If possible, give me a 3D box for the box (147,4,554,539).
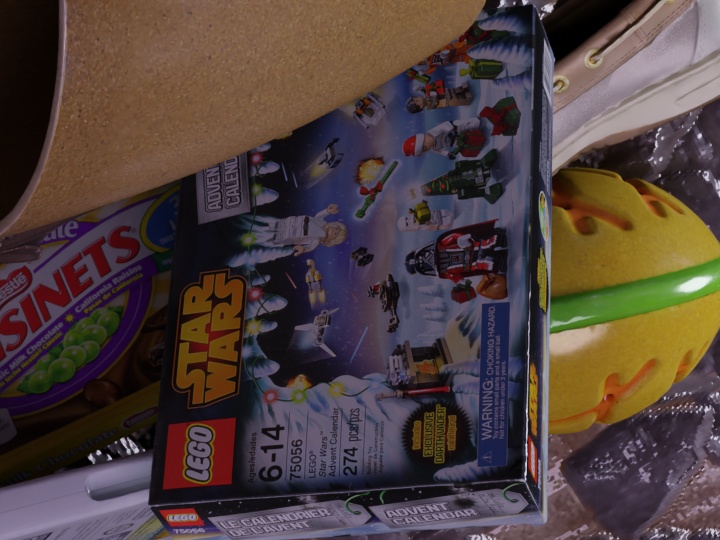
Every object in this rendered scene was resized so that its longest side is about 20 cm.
[{"bbox_3d":[0.000,0.000,0.963,0.137,0.200,0.040,-6,148,15],"label":"box"}]

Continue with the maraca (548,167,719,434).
[{"bbox_3d":[0.067,0.016,1.069,0.200,0.137,0.107,-14,91,-41],"label":"maraca"}]

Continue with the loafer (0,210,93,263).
[{"bbox_3d":[-0.151,-0.020,0.995,0.200,0.073,0.071,-25,133,-6],"label":"loafer"}]

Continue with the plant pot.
[{"bbox_3d":[-0.057,-0.114,0.912,0.200,0.186,0.187,-9,130,-31],"label":"plant pot"}]

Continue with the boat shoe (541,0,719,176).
[{"bbox_3d":[0.059,-0.072,1.052,0.200,0.074,0.066,-28,112,2],"label":"boat shoe"}]

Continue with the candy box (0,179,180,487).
[{"bbox_3d":[-0.105,0.016,1.028,0.200,0.102,0.026,-26,151,-1],"label":"candy box"}]

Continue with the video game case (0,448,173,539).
[{"bbox_3d":[-0.090,0.097,1.057,0.182,0.022,0.200,-13,168,-22],"label":"video game case"}]
